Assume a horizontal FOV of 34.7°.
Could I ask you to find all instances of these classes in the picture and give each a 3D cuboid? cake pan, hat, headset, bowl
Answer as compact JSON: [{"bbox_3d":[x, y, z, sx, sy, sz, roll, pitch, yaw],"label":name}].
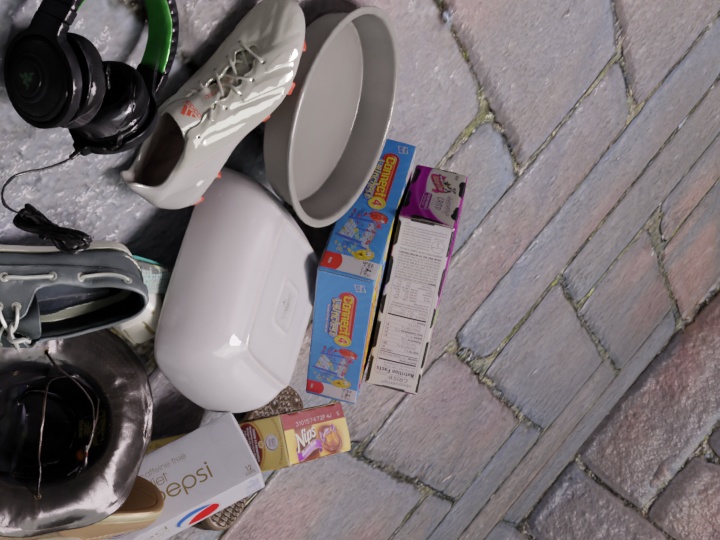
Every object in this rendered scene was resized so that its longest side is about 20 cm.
[{"bbox_3d":[-0.025,-0.139,1.026,0.200,0.037,0.201,-49,150,-42],"label":"cake pan"},{"bbox_3d":[-0.277,0.125,0.955,0.200,0.081,0.202,6,81,-38],"label":"hat"},{"bbox_3d":[-0.181,-0.114,0.788,0.201,0.094,0.123,-63,155,0],"label":"headset"},{"bbox_3d":[-0.100,0.027,1.048,0.200,0.074,0.201,58,46,-64],"label":"bowl"}]

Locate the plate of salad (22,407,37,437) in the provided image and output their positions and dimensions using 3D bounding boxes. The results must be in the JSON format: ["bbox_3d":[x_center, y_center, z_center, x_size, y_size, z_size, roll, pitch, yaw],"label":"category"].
[{"bbox_3d":[-0.311,0.200,1.054,0.200,0.048,0.201,-40,153,-25],"label":"plate of salad"}]

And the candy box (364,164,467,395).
[{"bbox_3d":[0.059,0.009,1.209,0.137,0.061,0.201,-69,171,-61],"label":"candy box"}]

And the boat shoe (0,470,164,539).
[{"bbox_3d":[-0.271,0.214,0.993,0.199,0.071,0.065,2,116,-18],"label":"boat shoe"}]

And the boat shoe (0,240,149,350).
[{"bbox_3d":[-0.252,0.024,0.853,0.199,0.062,0.073,-11,130,-32],"label":"boat shoe"}]

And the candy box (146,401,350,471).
[{"bbox_3d":[-0.125,0.185,1.202,0.199,0.057,0.116,-17,172,30],"label":"candy box"}]

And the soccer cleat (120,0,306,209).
[{"bbox_3d":[-0.114,-0.133,0.914,0.200,0.069,0.077,-54,152,13],"label":"soccer cleat"}]

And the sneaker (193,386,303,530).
[{"bbox_3d":[-0.144,0.214,1.351,0.071,0.075,0.200,52,53,-23],"label":"sneaker"}]

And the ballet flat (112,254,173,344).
[{"bbox_3d":[-0.181,0.029,1.002,0.069,0.072,0.200,-17,167,21],"label":"ballet flat"}]

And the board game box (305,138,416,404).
[{"bbox_3d":[0.000,0.000,1.191,0.201,0.056,0.196,98,7,-49],"label":"board game box"}]

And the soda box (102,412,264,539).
[{"bbox_3d":[-0.192,0.211,1.065,0.199,0.068,0.064,-26,160,-11],"label":"soda box"}]
